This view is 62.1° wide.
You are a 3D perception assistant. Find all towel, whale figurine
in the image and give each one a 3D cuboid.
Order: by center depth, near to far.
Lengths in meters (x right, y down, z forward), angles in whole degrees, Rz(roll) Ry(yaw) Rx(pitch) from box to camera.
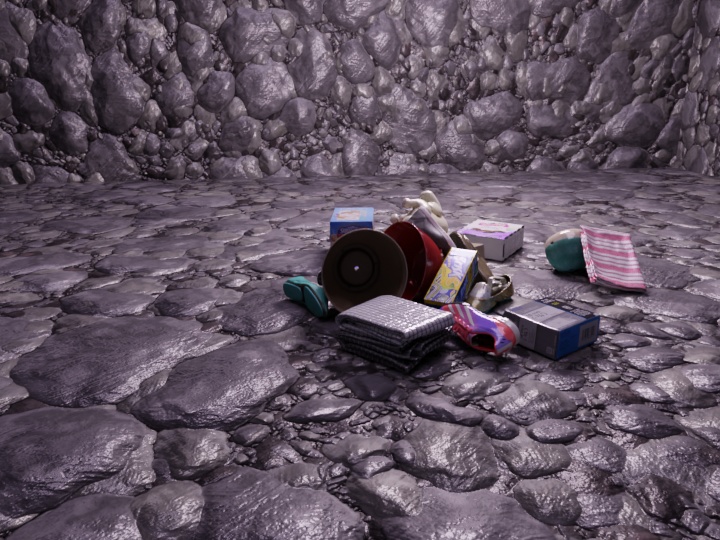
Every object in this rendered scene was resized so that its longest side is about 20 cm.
[{"bbox_3d":[0.069,0.119,1.188,0.198,0.087,0.164,13,20,41],"label":"towel"},{"bbox_3d":[0.652,-0.036,1.548,0.143,0.030,0.203,9,51,-4],"label":"towel"},{"bbox_3d":[0.611,-0.041,1.668,0.197,0.106,0.159,14,-28,-24],"label":"whale figurine"}]

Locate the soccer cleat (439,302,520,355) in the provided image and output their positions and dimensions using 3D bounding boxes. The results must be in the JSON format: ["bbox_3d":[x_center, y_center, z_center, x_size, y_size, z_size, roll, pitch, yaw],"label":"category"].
[{"bbox_3d":[0.221,0.117,1.201,0.073,0.069,0.198,-30,30,-33],"label":"soccer cleat"}]

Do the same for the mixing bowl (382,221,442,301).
[{"bbox_3d":[0.127,-0.010,1.448,0.107,0.204,0.199,8,9,-38],"label":"mixing bowl"}]

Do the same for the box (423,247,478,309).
[{"bbox_3d":[0.212,0.032,1.375,0.069,0.065,0.201,9,40,25],"label":"box"}]

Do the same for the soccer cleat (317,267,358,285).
[{"bbox_3d":[-0.013,0.016,1.546,0.196,0.070,0.073,-1,9,3],"label":"soccer cleat"}]

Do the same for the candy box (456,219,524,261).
[{"bbox_3d":[0.403,-0.098,1.873,0.165,0.073,0.199,10,21,31],"label":"candy box"}]

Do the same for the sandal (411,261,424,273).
[{"bbox_3d":[0.197,0.010,1.518,0.059,0.079,0.206,-44,39,-9],"label":"sandal"}]

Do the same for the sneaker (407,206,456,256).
[{"bbox_3d":[0.178,-0.066,1.540,0.099,0.071,0.201,-37,61,0],"label":"sneaker"}]

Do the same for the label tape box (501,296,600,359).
[{"bbox_3d":[0.369,0.106,1.246,0.142,0.065,0.199,-13,22,-35],"label":"label tape box"}]

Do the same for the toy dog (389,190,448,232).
[{"bbox_3d":[0.168,-0.113,1.693,0.139,0.195,0.200,-37,-1,24],"label":"toy dog"}]

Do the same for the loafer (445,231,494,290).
[{"bbox_3d":[0.284,-0.017,1.551,0.067,0.076,0.202,9,45,-41],"label":"loafer"}]

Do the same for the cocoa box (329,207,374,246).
[{"bbox_3d":[-0.023,-0.110,1.823,0.131,0.134,0.200,0,17,2],"label":"cocoa box"}]

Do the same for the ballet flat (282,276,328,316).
[{"bbox_3d":[-0.113,0.053,1.416,0.070,0.069,0.199,-21,24,-29],"label":"ballet flat"}]

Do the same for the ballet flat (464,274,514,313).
[{"bbox_3d":[0.300,0.053,1.414,0.070,0.072,0.198,15,24,41],"label":"ballet flat"}]

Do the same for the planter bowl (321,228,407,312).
[{"bbox_3d":[0.000,0.000,1.394,0.196,0.205,0.135,-3,8,-9],"label":"planter bowl"}]

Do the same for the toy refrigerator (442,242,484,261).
[{"bbox_3d":[0.254,-0.025,1.659,0.198,0.071,0.075,-14,15,-38],"label":"toy refrigerator"}]
